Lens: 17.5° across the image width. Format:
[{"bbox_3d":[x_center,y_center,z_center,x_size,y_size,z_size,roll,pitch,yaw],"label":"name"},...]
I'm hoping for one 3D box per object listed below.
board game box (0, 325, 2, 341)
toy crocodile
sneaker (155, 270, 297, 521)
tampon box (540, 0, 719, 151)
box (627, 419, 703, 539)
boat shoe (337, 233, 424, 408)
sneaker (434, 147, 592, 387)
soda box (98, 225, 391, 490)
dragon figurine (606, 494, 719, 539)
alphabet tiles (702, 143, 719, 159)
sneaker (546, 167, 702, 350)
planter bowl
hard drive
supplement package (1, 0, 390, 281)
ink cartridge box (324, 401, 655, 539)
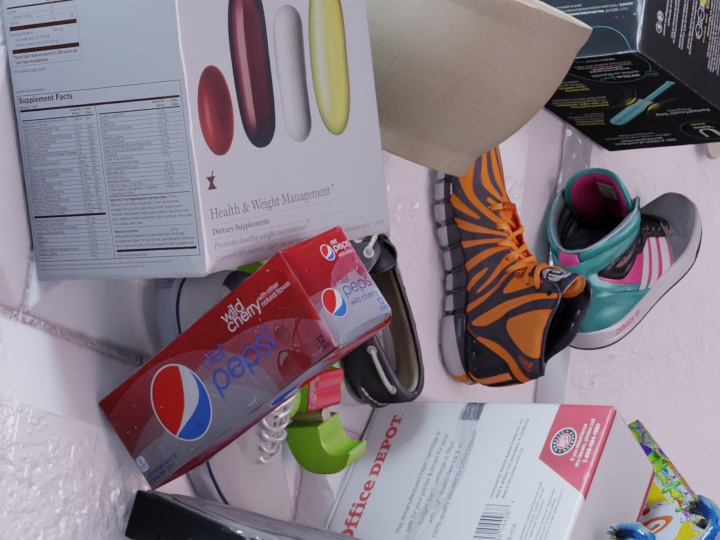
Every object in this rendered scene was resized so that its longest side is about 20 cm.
[{"bbox_3d":[-0.273,-0.052,1.314,0.151,0.036,0.202,-7,94,-53],"label":"board game box"},{"bbox_3d":[-0.040,0.039,1.595,0.067,0.061,0.202,-11,96,-53],"label":"toy crocodile"},{"bbox_3d":[-0.077,0.092,1.533,0.073,0.070,0.201,-42,122,-46],"label":"sneaker"},{"bbox_3d":[0.219,-0.192,1.881,0.199,0.149,0.127,27,67,-49],"label":"tampon box"},{"bbox_3d":[0.172,0.246,1.683,0.199,0.193,0.122,-29,122,-1],"label":"box"},{"bbox_3d":[0.000,0.000,1.651,0.074,0.060,0.202,-21,104,-50],"label":"boat shoe"},{"bbox_3d":[0.121,-0.013,1.769,0.077,0.111,0.202,-6,92,-53],"label":"sneaker"},{"bbox_3d":[-0.072,0.055,1.434,0.063,0.200,0.070,-24,79,-51],"label":"soda box"},{"bbox_3d":[0.224,0.208,1.546,0.059,0.198,0.100,66,7,-62],"label":"dragon figurine"},{"bbox_3d":[0.318,-0.211,2.124,0.200,0.015,0.197,-37,117,-48],"label":"alphabet tiles"},{"bbox_3d":[0.215,-0.039,1.926,0.200,0.083,0.122,-48,133,-42],"label":"sneaker"},{"bbox_3d":[0.045,-0.149,1.638,0.200,0.200,0.136,13,104,-52],"label":"planter bowl"},{"bbox_3d":[-0.033,0.187,1.490,0.199,0.139,0.038,19,87,-34],"label":"hard drive"},{"bbox_3d":[-0.100,-0.107,1.456,0.191,0.146,0.202,-15,101,-52],"label":"supplement package"},{"bbox_3d":[0.087,0.173,1.642,0.084,0.199,0.145,54,48,-40],"label":"ink cartridge box"}]
